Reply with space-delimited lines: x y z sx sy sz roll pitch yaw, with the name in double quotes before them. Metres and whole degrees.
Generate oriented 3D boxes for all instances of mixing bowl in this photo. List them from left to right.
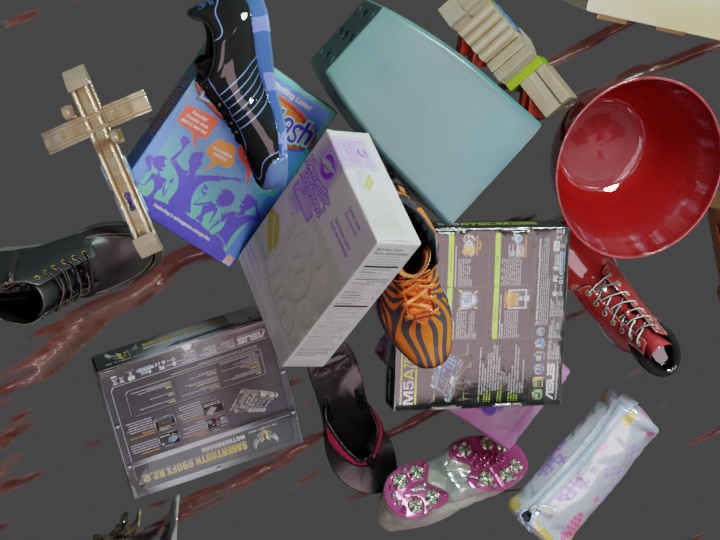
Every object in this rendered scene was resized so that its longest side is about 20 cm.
"mixing bowl" 0.285 -0.125 1.788 0.198 0.108 0.202 -6 111 -15

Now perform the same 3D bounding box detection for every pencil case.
"pencil case" 0.261 0.231 1.920 0.200 0.083 0.091 -49 138 2

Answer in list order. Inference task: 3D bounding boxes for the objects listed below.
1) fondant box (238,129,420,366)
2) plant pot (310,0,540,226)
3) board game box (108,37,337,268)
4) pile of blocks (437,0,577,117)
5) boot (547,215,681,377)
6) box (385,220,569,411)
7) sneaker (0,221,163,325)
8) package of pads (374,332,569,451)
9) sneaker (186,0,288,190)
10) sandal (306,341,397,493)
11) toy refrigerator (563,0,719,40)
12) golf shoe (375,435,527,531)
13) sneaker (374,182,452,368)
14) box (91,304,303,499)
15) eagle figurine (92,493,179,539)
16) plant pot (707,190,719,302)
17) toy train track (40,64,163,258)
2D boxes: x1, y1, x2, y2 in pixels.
"fondant box" -0.035 -0.020 1.624 0.058 0.145 0.200 3 139 -38
"plant pot" 0.054 -0.176 1.682 0.200 0.141 0.141 43 92 -19
"board game box" -0.142 -0.126 1.684 0.152 0.045 0.201 32 96 -25
"pile of blocks" 0.145 -0.232 1.730 0.062 0.082 0.200 -39 107 15
"boot" 0.283 0.030 1.823 0.072 0.144 0.200 -41 114 1
"box" 0.125 0.048 1.751 0.191 0.048 0.202 -1 102 -10
"sneaker" -0.290 0.010 1.649 0.198 0.106 0.075 -13 112 -13
"package of pads" 0.127 0.103 1.836 0.200 0.076 0.121 36 92 -25
"sneaker" -0.121 -0.173 1.615 0.077 0.070 0.202 -12 104 -12
"sandal" -0.010 0.173 1.832 0.075 0.045 0.201 -24 114 -9
"toy refrigerator" 0.322 -0.294 1.758 0.198 0.076 0.071 9 106 -21
"golf shoe" 0.101 0.248 1.891 0.199 0.076 0.092 -12 154 -28
"sneaker" 0.049 0.015 1.647 0.077 0.112 0.201 -19 103 -2
"box" -0.174 0.140 1.765 0.199 0.048 0.160 -18 114 -11
"eagle figurine" -0.217 0.363 1.783 0.151 0.152 0.200 -34 102 36
"plant pot" 0.483 -0.040 1.849 0.199 0.200 0.141 -27 98 -7
"toy train track" -0.248 -0.108 1.624 0.114 0.033 0.201 -23 95 5
